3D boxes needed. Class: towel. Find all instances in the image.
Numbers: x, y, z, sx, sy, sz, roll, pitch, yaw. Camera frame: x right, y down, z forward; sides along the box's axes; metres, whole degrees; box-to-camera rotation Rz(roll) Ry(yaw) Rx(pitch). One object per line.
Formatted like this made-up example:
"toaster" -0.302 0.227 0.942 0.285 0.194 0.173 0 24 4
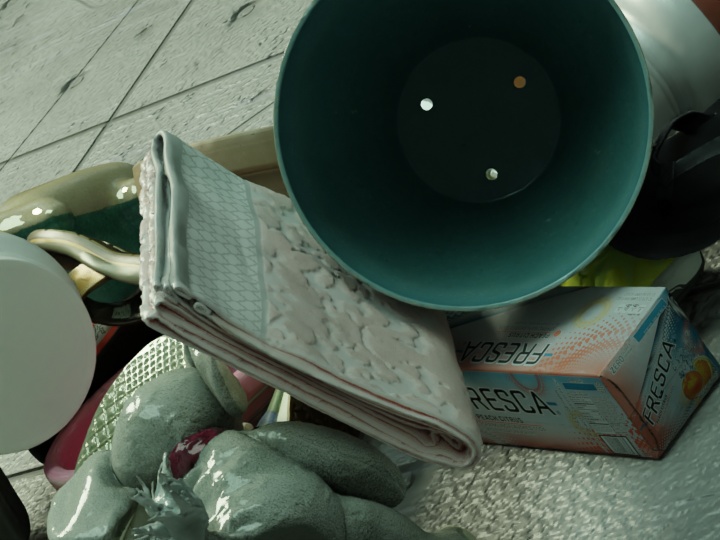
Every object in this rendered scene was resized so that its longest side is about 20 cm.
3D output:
"towel" -0.029 0.012 1.284 0.032 0.191 0.200 -56 19 20

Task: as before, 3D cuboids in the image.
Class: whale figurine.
"whale figurine" -0.213 -0.015 1.779 0.159 0.104 0.200 -20 1 9

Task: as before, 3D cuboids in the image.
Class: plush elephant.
"plush elephant" -0.070 0.117 1.264 0.165 0.200 0.155 -41 41 8

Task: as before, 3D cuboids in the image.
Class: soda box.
"soda box" 0.098 0.052 1.333 0.200 0.064 0.068 1 44 53

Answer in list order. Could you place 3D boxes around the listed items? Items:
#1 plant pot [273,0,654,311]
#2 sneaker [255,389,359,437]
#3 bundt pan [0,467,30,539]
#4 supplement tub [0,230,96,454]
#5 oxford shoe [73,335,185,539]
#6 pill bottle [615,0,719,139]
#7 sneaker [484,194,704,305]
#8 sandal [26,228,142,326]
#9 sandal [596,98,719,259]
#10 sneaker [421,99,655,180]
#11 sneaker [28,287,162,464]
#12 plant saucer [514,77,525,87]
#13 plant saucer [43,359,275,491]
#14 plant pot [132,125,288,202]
"plant pot" 0.061 -0.082 1.337 0.200 0.200 0.135 -34 -1 8
"sneaker" -0.062 0.121 1.421 0.090 0.067 0.200 -21 30 26
"bundt pan" -0.295 0.205 1.581 0.201 0.076 0.202 -29 25 15
"supplement tub" -0.260 0.040 1.581 0.145 0.145 0.200 -44 23 -14
"oxford shoe" -0.131 0.133 1.424 0.075 0.058 0.201 21 92 54
"pill bottle" 0.224 -0.167 1.488 0.200 0.112 0.112 -40 24 -5
"sneaker" 0.107 -0.001 1.398 0.200 0.077 0.075 -5 38 47
"sandal" -0.160 0.013 1.611 0.200 0.080 0.054 18 88 47
"sandal" 0.196 -0.071 1.376 0.076 0.043 0.200 15 41 35
"sneaker" 0.096 -0.083 1.487 0.200 0.075 0.087 27 76 29
"sneaker" -0.168 0.043 1.704 0.201 0.067 0.108 -43 29 -5
"plant saucer" 0.117 -0.094 1.600 0.200 0.037 0.201 -30 25 15
"plant saucer" -0.106 0.085 1.543 0.200 0.051 0.201 -33 15 10
"plant pot" -0.045 -0.042 1.613 0.200 0.093 0.201 -11 -2 0
